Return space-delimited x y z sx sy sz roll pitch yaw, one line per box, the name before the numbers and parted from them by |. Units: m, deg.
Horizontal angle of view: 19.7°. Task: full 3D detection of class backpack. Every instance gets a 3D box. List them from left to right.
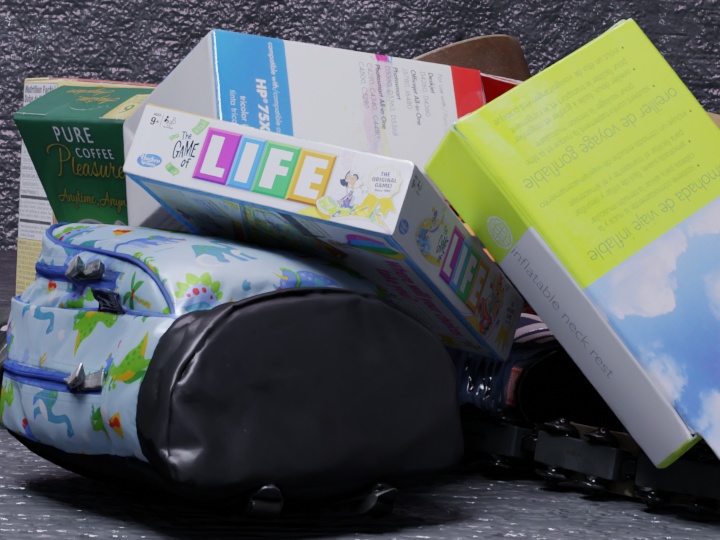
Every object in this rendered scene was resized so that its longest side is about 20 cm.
backpack | -0.077 0.044 0.933 0.162 0.155 0.199 0 -11 -38

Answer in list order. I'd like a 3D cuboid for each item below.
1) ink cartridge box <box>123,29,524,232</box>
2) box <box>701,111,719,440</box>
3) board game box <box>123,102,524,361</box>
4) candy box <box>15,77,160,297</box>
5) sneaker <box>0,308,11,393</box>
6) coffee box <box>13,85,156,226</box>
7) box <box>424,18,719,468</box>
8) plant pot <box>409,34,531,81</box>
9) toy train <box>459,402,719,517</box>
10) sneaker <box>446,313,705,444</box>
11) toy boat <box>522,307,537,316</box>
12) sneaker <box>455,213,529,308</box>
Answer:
ink cartridge box | -0.011 -0.059 1.081 0.198 0.068 0.116 6 -23 -29
box | 0.223 0.012 1.021 0.162 0.201 0.021 15 -40 3
board game box | -0.011 -0.014 0.979 0.133 0.035 0.200 14 -13 22
candy box | -0.165 -0.024 1.375 0.115 0.202 0.055 1 3 -38
sneaker | -0.183 0.053 1.188 0.090 0.067 0.199 2 4 -43
coffee box | -0.115 -0.008 1.183 0.044 0.202 0.122 -36 26 -34
box | 0.137 -0.006 0.950 0.121 0.201 0.048 -32 -11 -30
plant pot | 0.070 -0.028 1.427 0.186 0.201 0.187 -25 -12 -5
toy train | 0.117 0.092 1.004 0.046 0.034 0.199 13 -4 -39
sneaker | 0.092 0.062 1.120 0.199 0.076 0.084 5 0 42
toy boat | 0.152 0.039 1.238 0.130 0.131 0.200 -29 -11 -27
sneaker | 0.130 -0.002 1.108 0.199 0.078 0.112 22 -10 -32
